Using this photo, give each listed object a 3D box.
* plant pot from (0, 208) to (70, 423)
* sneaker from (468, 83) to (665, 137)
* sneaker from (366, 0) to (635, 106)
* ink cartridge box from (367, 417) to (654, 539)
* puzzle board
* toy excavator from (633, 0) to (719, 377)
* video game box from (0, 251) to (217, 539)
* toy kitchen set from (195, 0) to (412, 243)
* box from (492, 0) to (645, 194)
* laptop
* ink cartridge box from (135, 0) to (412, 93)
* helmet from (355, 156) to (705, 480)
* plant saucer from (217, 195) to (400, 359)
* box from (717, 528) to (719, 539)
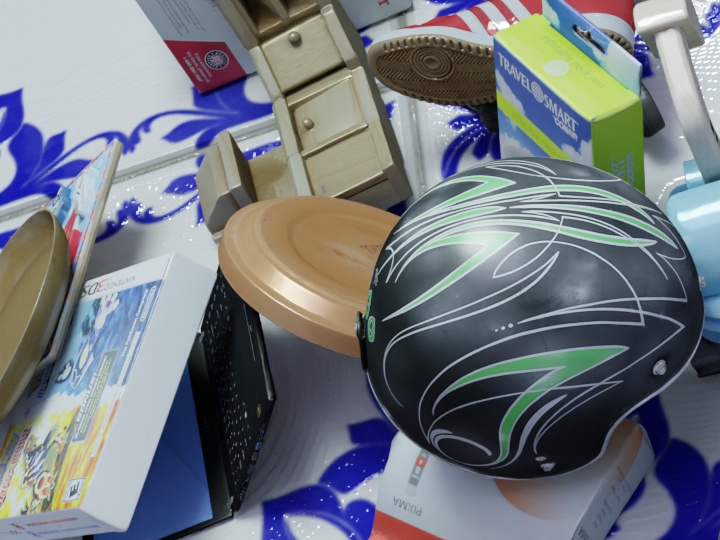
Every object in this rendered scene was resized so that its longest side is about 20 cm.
[{"bbox_3d":[-0.266,0.049,1.620,0.200,0.027,0.200,-48,26,33],"label":"plant pot"},{"bbox_3d":[0.136,-0.130,1.621,0.104,0.060,0.200,-37,42,-4],"label":"sneaker"},{"bbox_3d":[0.108,-0.187,1.595,0.200,0.071,0.113,-3,49,18],"label":"sneaker"},{"bbox_3d":[0.076,0.163,1.430,0.162,0.050,0.200,20,63,37],"label":"ink cartridge box"},{"bbox_3d":[-0.247,0.007,1.681,0.151,0.017,0.200,-35,34,49],"label":"puzzle board"},{"bbox_3d":[0.236,-0.058,1.415,0.100,0.200,0.195,-15,51,15],"label":"toy excavator"},{"bbox_3d":[-0.193,0.094,1.556,0.182,0.047,0.200,-19,48,56],"label":"video game box"},{"bbox_3d":[-0.085,-0.138,1.654,0.163,0.180,0.200,-26,43,9],"label":"toy kitchen set"},{"bbox_3d":[0.144,-0.080,1.478,0.048,0.200,0.122,-26,45,-18],"label":"box"},{"bbox_3d":[-0.141,0.089,1.560,0.103,0.200,0.177,1,47,-18],"label":"laptop"},{"bbox_3d":[-0.080,-0.272,1.779,0.200,0.145,0.145,-20,48,11],"label":"ink cartridge box"},{"bbox_3d":[0.107,0.021,1.360,0.200,0.191,0.200,14,49,-17],"label":"helmet"},{"bbox_3d":[0.000,0.000,1.515,0.200,0.200,0.032,46,126,42],"label":"plant saucer"},{"bbox_3d":[0.308,0.115,1.304,0.158,0.050,0.200,17,60,4],"label":"box"}]
